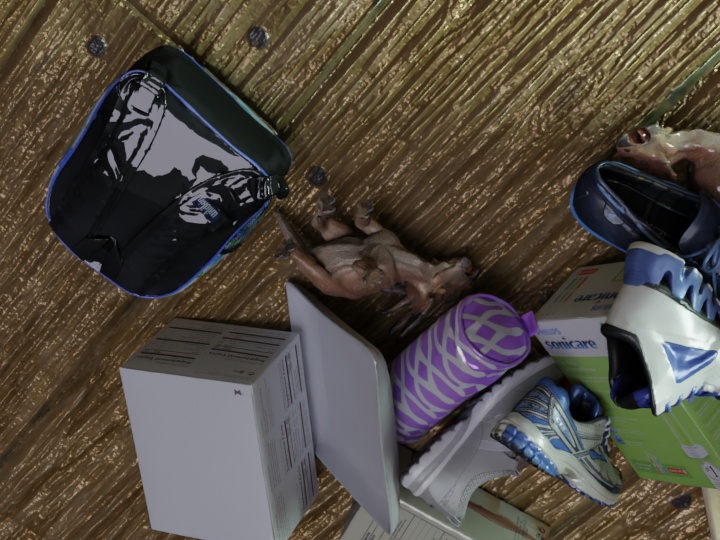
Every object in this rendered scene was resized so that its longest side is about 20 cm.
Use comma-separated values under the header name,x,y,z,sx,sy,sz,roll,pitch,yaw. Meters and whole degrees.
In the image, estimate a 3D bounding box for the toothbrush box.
name,x,y,z,sx,sy,sz,roll,pitch,yaw
toothbrush box,0.268,0.094,1.075,0.200,0.086,0.145,51,159,-12

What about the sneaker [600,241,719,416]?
name,x,y,z,sx,sy,sz,roll,pitch,yaw
sneaker,0.261,0.078,0.959,0.199,0.080,0.116,37,83,-19

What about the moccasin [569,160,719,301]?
name,x,y,z,sx,sy,sz,roll,pitch,yaw
moccasin,0.267,-0.028,0.972,0.198,0.081,0.068,21,155,6

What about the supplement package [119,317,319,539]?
name,x,y,z,sx,sy,sz,roll,pitch,yaw
supplement package,-0.143,0.169,1.235,0.154,0.111,0.202,5,116,23

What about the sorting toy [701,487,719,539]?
name,x,y,z,sx,sy,sz,roll,pitch,yaw
sorting toy,0.446,0.244,1.172,0.198,0.037,0.187,-11,112,15

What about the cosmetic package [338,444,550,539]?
name,x,y,z,sx,sy,sz,roll,pitch,yaw
cosmetic package,0.088,0.281,1.252,0.199,0.087,0.104,30,120,-2

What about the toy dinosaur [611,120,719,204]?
name,x,y,z,sx,sy,sz,roll,pitch,yaw
toy dinosaur,0.311,-0.070,1.028,0.135,0.086,0.201,-26,110,24

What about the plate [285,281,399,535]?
name,x,y,z,sx,sy,sz,roll,pitch,yaw
plate,-0.012,0.129,1.175,0.032,0.200,0.202,-16,116,-22

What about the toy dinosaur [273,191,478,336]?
name,x,y,z,sx,sy,sz,roll,pitch,yaw
toy dinosaur,0.000,0.000,1.143,0.198,0.086,0.136,11,155,28

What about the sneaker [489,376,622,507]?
name,x,y,z,sx,sy,sz,roll,pitch,yaw
sneaker,0.203,0.156,1.094,0.077,0.200,0.086,31,88,40

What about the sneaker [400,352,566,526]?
name,x,y,z,sx,sy,sz,roll,pitch,yaw
sneaker,0.132,0.158,1.140,0.200,0.075,0.082,-43,88,-4

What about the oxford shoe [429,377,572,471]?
name,x,y,z,sx,sy,sz,roll,pitch,yaw
oxford shoe,0.166,0.158,1.196,0.199,0.072,0.073,-25,144,15

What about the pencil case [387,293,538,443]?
name,x,y,z,sx,sy,sz,roll,pitch,yaw
pencil case,0.081,0.098,1.139,0.085,0.085,0.200,5,150,-28

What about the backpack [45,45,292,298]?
name,x,y,z,sx,sy,sz,roll,pitch,yaw
backpack,-0.179,-0.085,1.113,0.183,0.147,0.200,40,115,-7
